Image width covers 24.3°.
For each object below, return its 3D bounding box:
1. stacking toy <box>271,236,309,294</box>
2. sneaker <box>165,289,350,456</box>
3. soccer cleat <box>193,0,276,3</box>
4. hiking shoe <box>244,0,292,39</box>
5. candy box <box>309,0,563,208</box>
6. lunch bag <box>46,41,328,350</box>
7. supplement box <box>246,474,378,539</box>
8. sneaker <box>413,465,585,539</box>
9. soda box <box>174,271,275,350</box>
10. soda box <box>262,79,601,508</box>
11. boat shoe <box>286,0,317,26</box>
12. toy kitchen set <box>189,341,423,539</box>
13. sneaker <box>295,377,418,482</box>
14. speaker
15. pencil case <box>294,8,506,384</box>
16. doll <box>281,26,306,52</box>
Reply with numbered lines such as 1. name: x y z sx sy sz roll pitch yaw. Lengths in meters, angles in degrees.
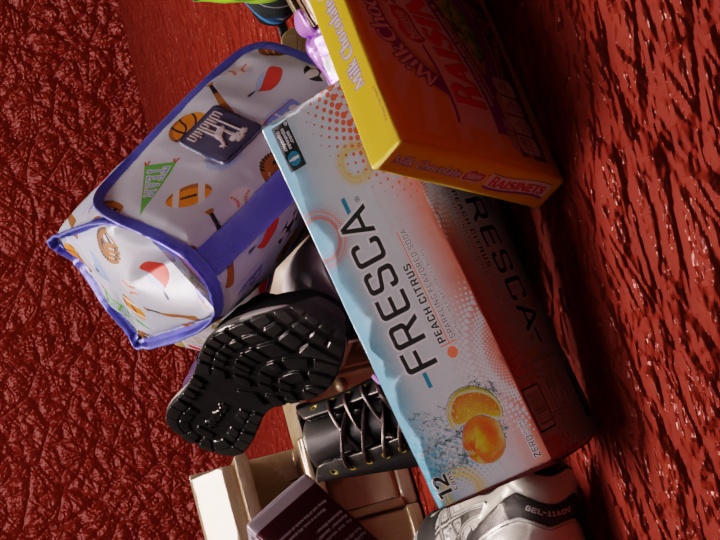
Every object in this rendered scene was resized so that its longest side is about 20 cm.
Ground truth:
1. stacking toy: -0.092 -0.079 1.441 0.146 0.146 0.200 91 -178 -53
2. sneaker: -0.061 0.040 1.049 0.200 0.076 0.088 -39 23 54
3. soccer cleat: -0.072 -0.207 1.050 0.200 0.081 0.068 134 122 -78
4. hiking shoe: -0.092 -0.273 1.234 0.087 0.074 0.200 117 138 -73
5. candy box: 0.020 -0.121 0.777 0.026 0.102 0.200 -46 51 37
6. lunch bag: -0.085 -0.048 1.045 0.124 0.170 0.200 49 158 -14
7. supplement box: 0.012 0.242 1.137 0.200 0.061 0.109 38 152 24
8. sneaker: 0.079 0.133 0.895 0.200 0.075 0.088 170 102 -76
9. soda box: -0.090 -0.040 1.234 0.068 0.064 0.200 72 -150 -73
10. soda box: 0.034 0.005 0.784 0.064 0.068 0.200 -15 -102 -59
11. boat shoe: -0.017 -0.211 0.919 0.068 0.072 0.200 124 132 -77
12. toy kitchen set: -0.040 0.139 1.229 0.180 0.163 0.200 111 144 -72
13. sneaker: 0.023 0.090 0.990 0.200 0.106 0.075 114 141 -73
14. speaker: 0.000 0.000 1.071 0.200 0.081 0.081 144 112 -78
15. pencil case: 0.027 -0.042 0.862 0.084 0.085 0.200 180 78 -84
16. doll: -0.028 -0.090 1.195 0.200 0.048 0.137 89 173 -59
